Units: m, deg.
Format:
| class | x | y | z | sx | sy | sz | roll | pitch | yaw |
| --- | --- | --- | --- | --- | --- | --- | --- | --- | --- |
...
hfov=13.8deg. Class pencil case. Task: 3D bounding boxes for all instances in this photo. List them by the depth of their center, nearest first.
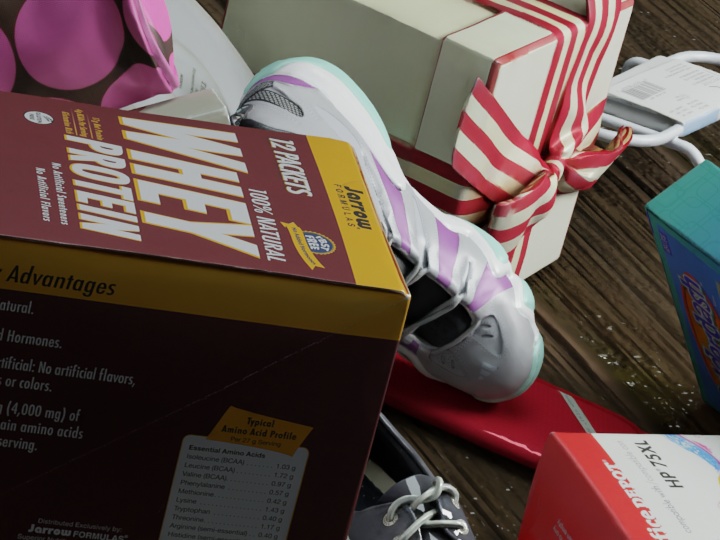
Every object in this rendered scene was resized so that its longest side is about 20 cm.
| class | x | y | z | sx | sy | sz | roll | pitch | yaw |
| --- | --- | --- | --- | --- | --- | --- | --- | --- | --- |
| pencil case | -0.184 | -0.098 | 1.313 | 0.199 | 0.094 | 0.091 | -15 | 22 | -1 |

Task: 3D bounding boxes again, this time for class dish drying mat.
| class | x | y | z | sx | sy | sz | roll | pitch | yaw |
| --- | --- | --- | --- | --- | --- | --- | --- | --- | --- |
| dish drying mat | 0.048 | 0.057 | 1.469 | 0.199 | 0.018 | 0.077 | 25 | 28 | 19 |

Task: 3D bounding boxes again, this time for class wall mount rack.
| class | x | y | z | sx | sy | sz | roll | pitch | yaw |
| --- | --- | --- | --- | --- | --- | --- | --- | --- | --- |
| wall mount rack | 0.201 | -0.065 | 1.747 | 0.173 | 0.075 | 0.200 | 23 | 26 | 25 |

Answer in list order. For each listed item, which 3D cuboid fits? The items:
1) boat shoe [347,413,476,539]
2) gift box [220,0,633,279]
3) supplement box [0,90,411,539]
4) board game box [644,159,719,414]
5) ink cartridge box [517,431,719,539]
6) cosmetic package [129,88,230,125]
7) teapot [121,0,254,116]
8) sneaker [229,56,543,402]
| class | x | y | z | sx | sy | sz | roll | pitch | yaw |
| --- | --- | --- | --- | --- | --- | --- | --- | --- | --- |
| boat shoe | 0.012 | 0.113 | 1.283 | 0.072 | 0.063 | 0.200 | -2 | 30 | -29 |
| gift box | 0.033 | -0.091 | 1.564 | 0.186 | 0.201 | 0.184 | 27 | 33 | 21 |
| supplement box | -0.106 | 0.051 | 1.186 | 0.196 | 0.201 | 0.133 | 8 | 26 | -15 |
| board game box | 0.228 | 0.054 | 1.425 | 0.045 | 0.152 | 0.200 | -37 | 47 | -14 |
| ink cartridge box | 0.150 | 0.130 | 1.320 | 0.199 | 0.068 | 0.116 | 2 | 28 | -24 |
| cosmetic package | -0.143 | -0.003 | 1.290 | 0.199 | 0.104 | 0.087 | -14 | 12 | -4 |
| teapot | -0.135 | -0.048 | 1.451 | 0.198 | 0.146 | 0.200 | 61 | 21 | 14 |
| sneaker | 0.000 | 0.000 | 1.385 | 0.200 | 0.078 | 0.140 | 47 | 23 | -4 |
